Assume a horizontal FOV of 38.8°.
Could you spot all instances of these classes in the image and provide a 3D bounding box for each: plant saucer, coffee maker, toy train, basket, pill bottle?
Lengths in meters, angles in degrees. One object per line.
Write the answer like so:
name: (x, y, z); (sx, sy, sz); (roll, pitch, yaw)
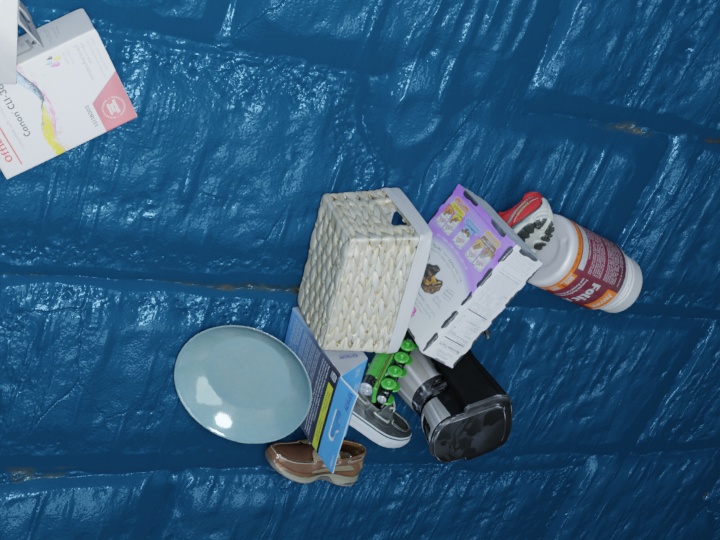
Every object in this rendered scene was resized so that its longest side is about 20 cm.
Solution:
plant saucer: (-0.162, 0.154, 1.446); (0.199, 0.039, 0.203); (5, 119, 8)
coffee maker: (0.151, 0.172, 1.566); (0.191, 0.200, 0.135); (-36, 134, -1)
toy train: (0.049, 0.122, 1.496); (0.056, 0.200, 0.042); (16, 128, 12)
basket: (0.000, 0.000, 1.400); (0.122, 0.136, 0.201); (1, 124, -25)
pill bottle: (0.347, -0.005, 1.603); (0.199, 0.114, 0.115); (21, 112, -38)

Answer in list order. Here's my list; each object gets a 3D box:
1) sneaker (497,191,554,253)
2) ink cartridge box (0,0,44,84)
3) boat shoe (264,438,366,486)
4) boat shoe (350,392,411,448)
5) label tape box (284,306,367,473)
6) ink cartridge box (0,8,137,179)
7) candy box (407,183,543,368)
sneaker: (0.214, -0.042, 1.528); (0.077, 0.085, 0.200); (22, 133, -31)
ink cartridge box: (-0.410, -0.260, 0.972); (0.198, 0.129, 0.126); (-5, 126, -27)
boat shoe: (-0.069, 0.291, 1.625); (0.199, 0.076, 0.072); (16, 111, -47)
boat shoe: (0.023, 0.220, 1.617); (0.071, 0.072, 0.199); (-45, 131, 14)
label tape box: (-0.045, 0.164, 1.448); (0.066, 0.200, 0.144); (-5, 126, -32)
ink cartridge box: (-0.358, -0.181, 1.101); (0.199, 0.068, 0.117); (-28, 133, -8)
candy box: (0.136, 0.007, 1.455); (0.071, 0.168, 0.200); (28, 108, -39)
